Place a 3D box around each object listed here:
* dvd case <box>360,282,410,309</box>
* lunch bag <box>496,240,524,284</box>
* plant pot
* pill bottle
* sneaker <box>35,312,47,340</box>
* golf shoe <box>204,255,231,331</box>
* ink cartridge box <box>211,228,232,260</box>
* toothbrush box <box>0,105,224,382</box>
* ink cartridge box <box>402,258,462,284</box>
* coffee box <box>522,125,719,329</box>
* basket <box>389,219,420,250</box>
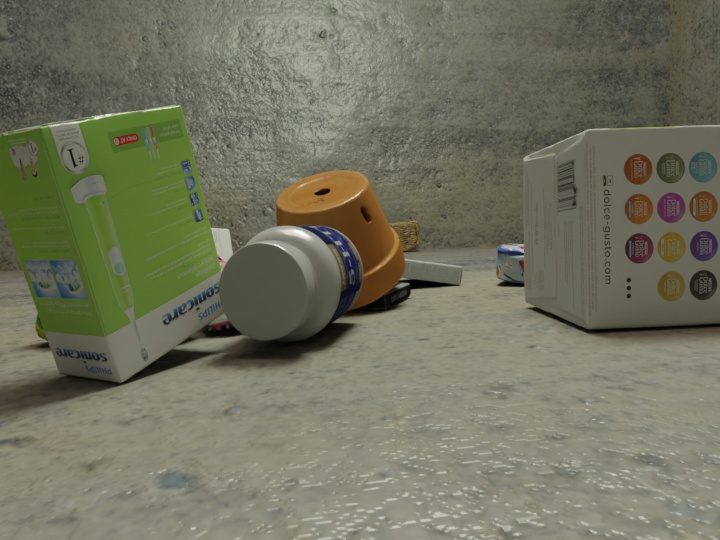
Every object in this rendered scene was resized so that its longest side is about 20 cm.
[{"bbox_3d":[-0.032,0.040,0.872,0.196,0.025,0.150,-2,5,20],"label":"dvd case"},{"bbox_3d":[0.352,-0.016,1.064,0.157,0.078,0.199,2,7,26],"label":"lunch bag"},{"bbox_3d":[-0.040,-0.054,0.803,0.195,0.142,0.201,-10,30,6],"label":"plant pot"},{"bbox_3d":[-0.070,0.012,0.598,0.117,0.123,0.200,-2,5,11],"label":"pill bottle"},{"bbox_3d":[-0.276,0.038,0.617,0.195,0.086,0.074,-1,4,6],"label":"sneaker"},{"bbox_3d":[-0.191,0.025,0.716,0.074,0.094,0.199,-7,4,-32],"label":"golf shoe"},{"bbox_3d":[-0.351,-0.017,1.006,0.197,0.086,0.144,0,-21,-40],"label":"ink cartridge box"},{"bbox_3d":[-0.210,-0.030,0.483,0.084,0.204,0.145,-1,21,27],"label":"toothbrush box"},{"bbox_3d":[0.077,-0.007,1.120,0.195,0.044,0.196,7,2,-17],"label":"ink cartridge box"},{"bbox_3d":[0.319,-0.050,0.650,0.193,0.205,0.200,-2,3,-1],"label":"coffee box"},{"bbox_3d":[0.199,-0.168,2.731,0.195,0.146,0.149,-8,6,7],"label":"basket"}]
